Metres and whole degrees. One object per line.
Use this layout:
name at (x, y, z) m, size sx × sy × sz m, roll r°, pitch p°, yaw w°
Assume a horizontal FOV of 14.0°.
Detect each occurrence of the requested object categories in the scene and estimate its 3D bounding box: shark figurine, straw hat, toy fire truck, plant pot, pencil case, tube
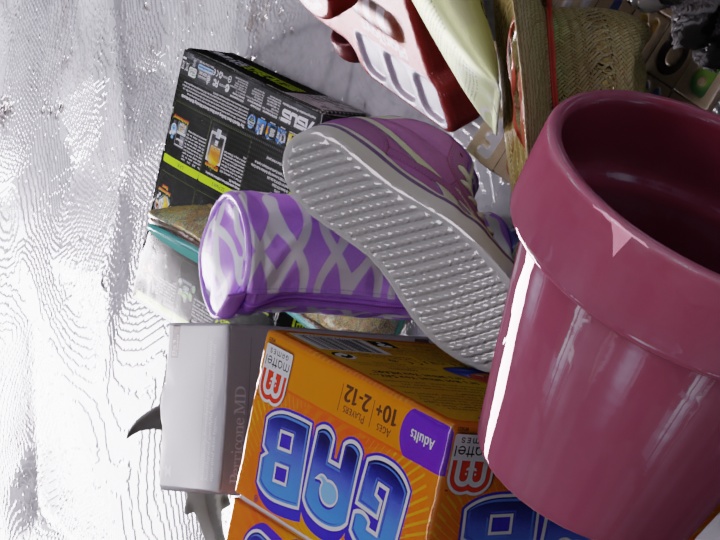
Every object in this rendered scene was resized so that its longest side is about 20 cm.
shark figurine at (-0.118, 0.127, 2.012) m, size 0.128 × 0.089 × 0.215 m, roll 44°, pitch 135°, yaw 47°
straw hat at (0.125, -0.109, 1.659) m, size 0.201 × 0.085 × 0.202 m, roll -6°, pitch -90°, yaw -90°
toy fire truck at (-0.004, -0.188, 1.889) m, size 0.200 × 0.112 × 0.168 m, roll 36°, pitch 152°, yaw 48°
plant pot at (0.151, 0.035, 1.495) m, size 0.200 × 0.199 × 0.180 m, roll 53°, pitch 128°, yaw 46°
pencil case at (0.000, 0.000, 1.800) m, size 0.084 × 0.199 × 0.086 m, roll 122°, pitch 146°, yaw -49°
tube at (0.046, -0.180, 1.755) m, size 0.052 × 0.058 × 0.201 m, roll -34°, pitch 70°, yaw 34°

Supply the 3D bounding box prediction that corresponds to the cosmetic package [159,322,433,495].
cosmetic package at (-0.019, 0.089, 1.804) m, size 0.090 × 0.199 × 0.107 m, roll -2°, pitch 86°, yaw 57°

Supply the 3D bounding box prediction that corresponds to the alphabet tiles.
alphabet tiles at (0.140, -0.116, 1.728) m, size 0.168 × 0.008 × 0.200 m, roll -58°, pitch 38°, yaw 7°

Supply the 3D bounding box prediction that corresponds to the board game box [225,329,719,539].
board game box at (0.059, 0.161, 1.676) m, size 0.200 × 0.199 × 0.201 m, roll 24°, pitch 105°, yaw 56°

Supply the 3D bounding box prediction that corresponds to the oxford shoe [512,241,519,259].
oxford shoe at (0.146, 0.019, 1.684) m, size 0.200 × 0.075 × 0.058 m, roll 55°, pitch 132°, yaw 51°

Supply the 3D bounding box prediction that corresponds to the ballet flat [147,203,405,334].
ballet flat at (-0.051, -0.005, 1.945) m, size 0.200 × 0.071 × 0.071 m, roll 32°, pitch 114°, yaw 25°

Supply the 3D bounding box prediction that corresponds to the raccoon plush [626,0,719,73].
raccoon plush at (0.230, -0.195, 1.614) m, size 0.199 × 0.097 × 0.134 m, roll -26°, pitch 40°, yaw 17°

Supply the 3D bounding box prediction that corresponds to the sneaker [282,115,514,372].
sneaker at (0.059, -0.026, 1.735) m, size 0.201 × 0.114 × 0.073 m, roll 47°, pitch 124°, yaw 20°

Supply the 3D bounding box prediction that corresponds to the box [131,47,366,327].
box at (-0.081, -0.042, 2.061) m, size 0.200 × 0.047 × 0.194 m, roll 27°, pitch 110°, yaw 54°

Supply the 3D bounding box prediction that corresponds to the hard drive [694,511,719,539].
hard drive at (0.258, 0.141, 1.505) m, size 0.132 × 0.027 × 0.200 m, roll 55°, pitch 132°, yaw 22°
